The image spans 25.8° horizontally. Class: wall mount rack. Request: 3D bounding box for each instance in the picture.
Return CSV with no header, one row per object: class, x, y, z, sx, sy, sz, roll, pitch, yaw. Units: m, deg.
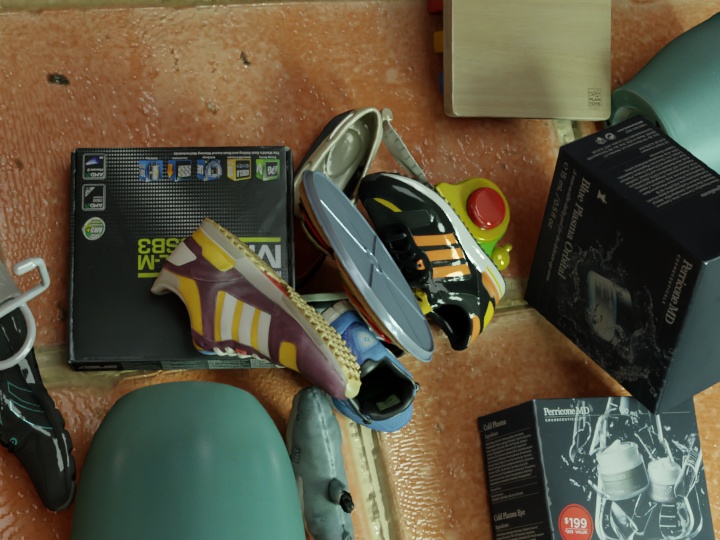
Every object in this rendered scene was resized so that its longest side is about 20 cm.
wall mount rack,-0.354,0.001,1.259,0.173,0.075,0.200,-32,69,-14

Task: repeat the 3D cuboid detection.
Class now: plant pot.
plant pot,-0.143,0.187,1.288,0.199,0.201,0.162,9,62,-26
plant pot,0.369,-0.165,1.674,0.187,0.200,0.201,-25,88,-18

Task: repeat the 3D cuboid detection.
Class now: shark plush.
shark plush,-0.035,0.206,1.399,0.090,0.083,0.202,-1,76,-29

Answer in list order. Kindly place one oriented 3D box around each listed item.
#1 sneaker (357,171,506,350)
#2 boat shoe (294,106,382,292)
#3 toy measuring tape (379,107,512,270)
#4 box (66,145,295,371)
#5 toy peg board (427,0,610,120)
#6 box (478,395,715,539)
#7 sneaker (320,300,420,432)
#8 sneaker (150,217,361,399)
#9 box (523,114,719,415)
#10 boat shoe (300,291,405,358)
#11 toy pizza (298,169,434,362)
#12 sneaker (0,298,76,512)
sneaker,0.062,-0.007,1.498,0.200,0.070,0.090,46,55,-29
boat shoe,-0.035,-0.069,1.490,0.071,0.062,0.201,35,64,-18
toy measuring tape,0.091,-0.087,1.561,0.073,0.073,0.201,-39,97,-31
box,-0.155,-0.011,1.375,0.198,0.048,0.195,0,72,-3
toy peg board,0.155,-0.257,1.644,0.198,0.098,0.201,-1,92,-28
box,0.231,0.220,1.530,0.198,0.104,0.184,0,75,-29
sneaker,0.008,0.108,1.401,0.078,0.200,0.089,-38,60,-1
sneaker,-0.086,0.051,1.303,0.090,0.075,0.200,-47,70,4
box,0.277,-0.007,1.519,0.117,0.198,0.200,-22,48,-31
boat shoe,-0.045,0.056,1.442,0.198,0.072,0.068,-3,78,-29
toy pizza,0.000,0.000,1.386,0.032,0.200,0.201,-33,94,10
sneaker,-0.294,0.111,1.300,0.079,0.075,0.201,-20,77,-22
